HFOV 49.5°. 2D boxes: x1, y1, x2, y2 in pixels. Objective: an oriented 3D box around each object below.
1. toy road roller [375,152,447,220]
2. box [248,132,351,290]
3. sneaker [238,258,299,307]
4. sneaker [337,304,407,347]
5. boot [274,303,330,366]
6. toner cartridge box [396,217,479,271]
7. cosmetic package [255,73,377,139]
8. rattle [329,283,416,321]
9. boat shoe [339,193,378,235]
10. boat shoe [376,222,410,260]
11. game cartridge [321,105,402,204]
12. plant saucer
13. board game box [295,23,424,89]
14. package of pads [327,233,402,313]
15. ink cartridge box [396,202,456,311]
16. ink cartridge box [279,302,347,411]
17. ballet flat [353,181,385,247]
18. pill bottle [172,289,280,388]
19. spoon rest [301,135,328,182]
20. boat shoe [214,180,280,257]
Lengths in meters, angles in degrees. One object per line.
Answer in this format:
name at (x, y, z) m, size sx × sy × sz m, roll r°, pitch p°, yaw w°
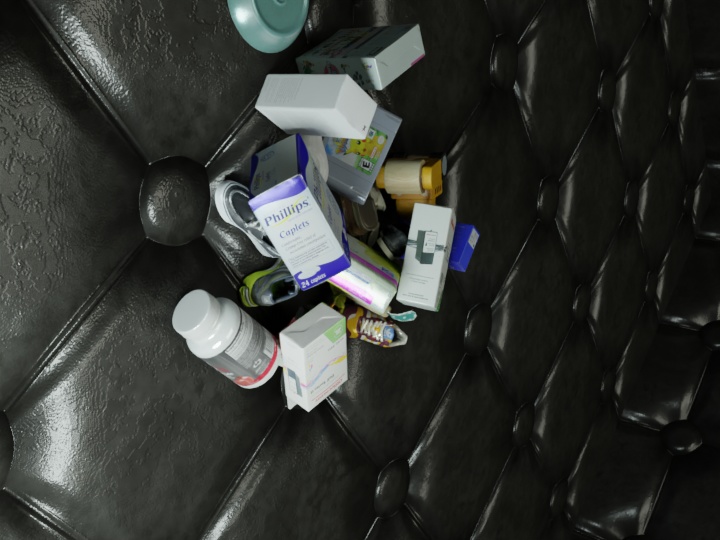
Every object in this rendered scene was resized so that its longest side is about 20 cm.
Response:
toy road roller at (0.117, -0.174, 1.688) m, size 0.200 × 0.120 × 0.149 m, roll -38°, pitch 128°, yaw -65°
box at (-0.107, -0.107, 1.389) m, size 0.202 × 0.103 × 0.185 m, roll 60°, pitch 10°, yaw -30°
sneaker at (-0.136, 0.017, 1.491) m, size 0.199 × 0.080 × 0.075 m, roll -38°, pitch 127°, yaw -39°
sneaker at (0.026, 0.123, 1.711) m, size 0.199 × 0.089 × 0.076 m, roll 17°, pitch 86°, yaw -51°
boot at (-0.079, 0.140, 1.557) m, size 0.145 × 0.073 × 0.199 m, roll -49°, pitch 140°, yaw 10°
toner cartridge box at (0.160, -0.065, 1.745) m, size 0.043 × 0.197 × 0.096 m, roll 45°, pitch 65°, yaw -48°
cosmetic package at (-0.080, -0.293, 1.389) m, size 0.101 × 0.197 × 0.072 m, roll 34°, pitch 73°, yaw -50°
rattle at (0.007, 0.105, 1.623) m, size 0.199 × 0.129 × 0.145 m, roll 32°, pitch 71°, yaw -32°
boat shoe at (-0.018, -0.173, 1.606) m, size 0.071 × 0.067 × 0.204 m, roll 4°, pitch 76°, yaw -41°
boat shoe at (0.080, -0.071, 1.664) m, size 0.066 × 0.075 × 0.199 m, roll -37°, pitch 177°, yaw 10°
game cartridge at (-0.011, -0.248, 1.557) m, size 0.041 × 0.131 × 0.203 m, roll 124°, pitch -10°, yaw -74°
plant saucer at (-0.152, -0.491, 1.383) m, size 0.198 × 0.035 × 0.204 m, roll -17°, pitch 112°, yaw -48°
board game box at (-0.001, -0.399, 1.462) m, size 0.147 × 0.198 × 0.065 m, roll -43°, pitch 130°, yaw -35°
package of pads at (0.000, 0.000, 1.543) m, size 0.069 × 0.153 × 0.200 m, roll -59°, pitch -179°, yaw 13°
ink cartridge box at (0.138, -0.026, 1.610) m, size 0.147 × 0.081 × 0.204 m, roll 36°, pitch 66°, yaw -78°
ink cartridge box at (-0.084, 0.178, 1.469) m, size 0.117 × 0.067 × 0.203 m, roll -35°, pitch 139°, yaw -36°
ballet flat at (0.019, -0.119, 1.661) m, size 0.067 × 0.068 × 0.204 m, roll 3°, pitch 96°, yaw -50°
pill bottle at (-0.235, 0.117, 1.368) m, size 0.200 × 0.109 × 0.112 m, roll 47°, pitch 63°, yaw -46°
spoon rest at (-0.092, -0.241, 1.496) m, size 0.098 × 0.060 × 0.204 m, roll 19°, pitch 86°, yaw -17°
boat shoe at (-0.185, -0.088, 1.414) m, size 0.072 × 0.067 × 0.201 m, roll -59°, pitch 138°, yaw -23°
